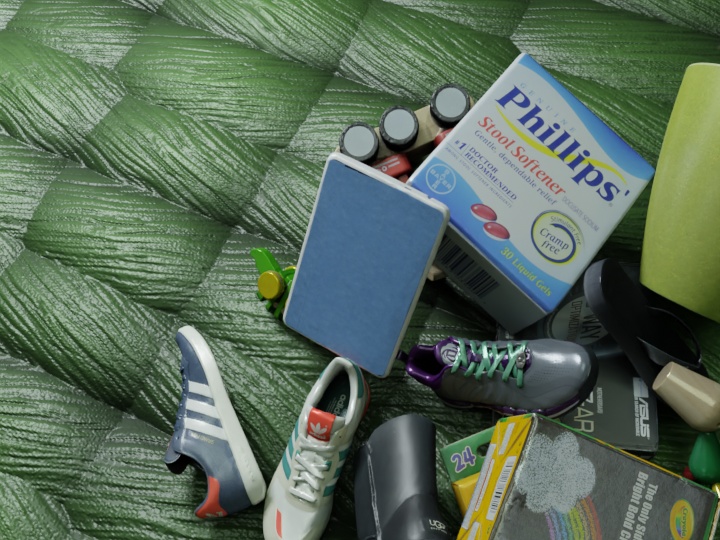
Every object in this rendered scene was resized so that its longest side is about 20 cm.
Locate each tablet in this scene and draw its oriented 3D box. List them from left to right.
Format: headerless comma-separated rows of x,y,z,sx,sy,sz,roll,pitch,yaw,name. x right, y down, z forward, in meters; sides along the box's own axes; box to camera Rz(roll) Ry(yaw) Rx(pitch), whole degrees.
0.000,0.000,0.739,0.128,0.203,0.014,27,31,14,tablet

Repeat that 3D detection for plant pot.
0.349,-0.060,0.713,0.185,0.187,0.203,28,102,18,plant pot

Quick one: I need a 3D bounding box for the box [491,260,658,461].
0.219,0.087,0.787,0.157,0.044,0.204,5,63,8,box

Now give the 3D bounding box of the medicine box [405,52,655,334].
0.159,-0.076,0.765,0.182,0.103,0.200,41,71,2,medicine box

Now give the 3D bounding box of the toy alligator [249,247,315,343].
-0.055,0.050,0.828,0.199,0.059,0.055,38,114,18,toy alligator

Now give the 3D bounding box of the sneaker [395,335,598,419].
0.120,0.095,0.709,0.198,0.087,0.076,-16,55,49,sneaker

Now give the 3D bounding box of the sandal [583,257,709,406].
0.284,0.066,0.724,0.042,0.199,0.077,-21,38,44,sandal

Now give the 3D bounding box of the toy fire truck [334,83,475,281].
0.079,-0.088,0.860,0.173,0.129,0.203,-22,81,-3,toy fire truck

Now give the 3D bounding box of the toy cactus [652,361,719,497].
0.345,0.137,0.684,0.164,0.202,0.102,36,39,9,toy cactus

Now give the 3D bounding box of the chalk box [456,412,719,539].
0.192,0.211,0.601,0.197,0.124,0.126,24,77,3,chalk box

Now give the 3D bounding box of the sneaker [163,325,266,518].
-0.167,0.153,0.769,0.083,0.075,0.202,-22,63,-12,sneaker

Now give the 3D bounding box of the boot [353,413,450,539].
0.016,0.250,0.698,0.075,0.202,0.169,24,28,-19,boot

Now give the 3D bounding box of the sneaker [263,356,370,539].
-0.047,0.175,0.737,0.069,0.094,0.202,18,65,14,sneaker

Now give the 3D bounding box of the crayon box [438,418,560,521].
0.164,0.236,0.682,0.124,0.052,0.203,-20,78,-6,crayon box
